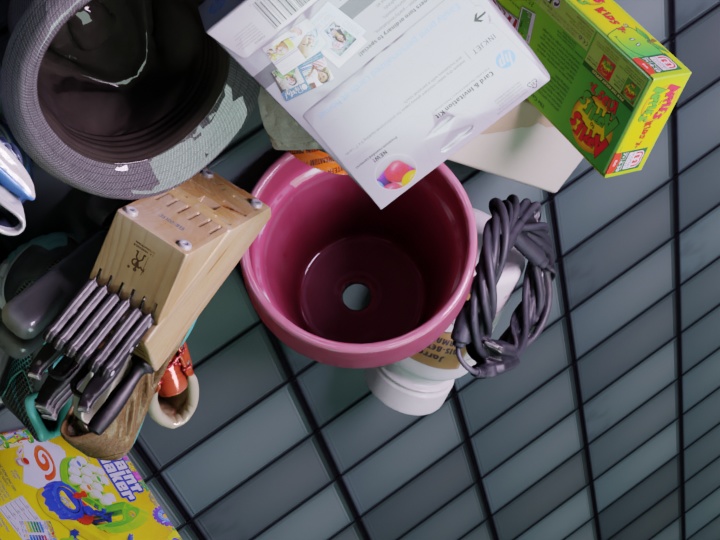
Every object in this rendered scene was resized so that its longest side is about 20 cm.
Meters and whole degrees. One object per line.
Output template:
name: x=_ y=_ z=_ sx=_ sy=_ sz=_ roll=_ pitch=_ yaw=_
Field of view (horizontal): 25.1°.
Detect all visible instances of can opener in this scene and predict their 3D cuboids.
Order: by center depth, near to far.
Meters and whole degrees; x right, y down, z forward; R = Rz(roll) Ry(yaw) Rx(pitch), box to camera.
can opener: x=-0.207 y=-0.010 z=1.220 sx=0.200 sy=0.066 sz=0.053 roll=-50 pitch=173 yaw=-42

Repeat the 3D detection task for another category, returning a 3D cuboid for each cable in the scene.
cable: x=0.131 y=0.012 z=1.467 sx=0.200 sy=0.051 sz=0.164 roll=-11 pitch=107 yaw=-65

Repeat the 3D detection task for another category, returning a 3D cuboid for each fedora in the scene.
fedora: x=-0.170 y=-0.151 z=1.114 sx=0.177 sy=0.090 sz=0.200 roll=-46 pitch=142 yaw=6

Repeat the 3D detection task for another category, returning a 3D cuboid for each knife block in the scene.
knife block: x=-0.161 y=0.029 z=1.203 sx=0.176 sy=0.064 sz=0.200 roll=-63 pitch=168 yaw=26

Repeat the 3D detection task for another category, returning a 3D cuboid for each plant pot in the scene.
plant pot: x=0.000 y=0.000 z=1.414 sx=0.200 sy=0.200 sz=0.179 roll=-35 pitch=164 yaw=-9

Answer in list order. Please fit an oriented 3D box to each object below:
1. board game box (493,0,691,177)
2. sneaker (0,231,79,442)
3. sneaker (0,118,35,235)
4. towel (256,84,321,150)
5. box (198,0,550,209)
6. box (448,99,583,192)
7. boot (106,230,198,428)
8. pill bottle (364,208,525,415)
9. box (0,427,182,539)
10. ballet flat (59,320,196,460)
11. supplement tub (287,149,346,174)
board game box: x=0.175 y=-0.181 z=1.342 sx=0.047 sy=0.200 sz=0.102 roll=-14 pitch=141 yaw=-36
sneaker: x=-0.246 y=0.057 z=1.295 sx=0.077 sy=0.091 sz=0.201 roll=-18 pitch=143 yaw=-33
sneaker: x=-0.258 y=-0.055 z=1.085 sx=0.080 sy=0.147 sz=0.200 roll=-38 pitch=149 yaw=-4
towel: x=-0.014 y=-0.173 z=1.141 sx=0.132 sy=0.035 sz=0.201 roll=-2 pitch=129 yaw=4
box: x=0.013 y=-0.154 z=1.098 sx=0.156 sy=0.041 sz=0.200 roll=-37 pitch=126 yaw=13
box: x=0.120 y=-0.139 z=1.442 sx=0.200 sy=0.095 sz=0.078 roll=10 pitch=123 yaw=-54
boot: x=-0.174 y=0.047 z=1.349 sx=0.075 sy=0.107 sz=0.201 roll=-25 pitch=144 yaw=-19
pill bottle: x=0.076 y=0.044 z=1.607 sx=0.114 sy=0.114 sz=0.201 roll=-12 pitch=139 yaw=-38
box: x=-0.276 y=0.249 z=1.403 sx=0.192 sy=0.200 sz=0.122 roll=-10 pitch=138 yaw=-39
ballet flat: x=-0.182 y=0.056 z=1.265 sx=0.072 sy=0.068 sz=0.201 roll=15 pitch=105 yaw=-52
supplement tub: x=0.003 y=-0.179 z=1.235 sx=0.122 sy=0.123 sz=0.201 roll=-14 pitch=140 yaw=-37
